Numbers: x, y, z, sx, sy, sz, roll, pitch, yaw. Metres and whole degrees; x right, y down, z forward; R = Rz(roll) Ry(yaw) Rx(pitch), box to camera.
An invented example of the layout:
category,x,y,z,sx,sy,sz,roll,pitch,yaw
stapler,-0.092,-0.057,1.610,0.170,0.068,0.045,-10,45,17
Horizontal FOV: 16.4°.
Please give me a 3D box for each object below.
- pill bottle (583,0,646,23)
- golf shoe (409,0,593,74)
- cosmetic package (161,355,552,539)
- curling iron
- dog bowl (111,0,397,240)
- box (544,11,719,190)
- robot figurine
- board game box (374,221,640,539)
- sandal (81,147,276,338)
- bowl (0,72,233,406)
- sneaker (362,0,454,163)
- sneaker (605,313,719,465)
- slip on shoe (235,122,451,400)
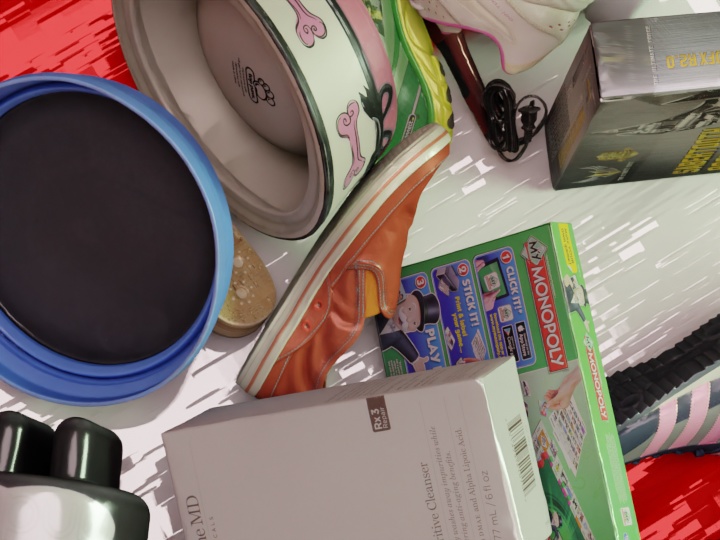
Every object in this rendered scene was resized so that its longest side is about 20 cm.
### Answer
category,x,y,z,sx,sy,sz,roll,pitch,yaw
pill bottle,0.109,-0.240,1.522,0.200,0.116,0.116,40,81,4
golf shoe,0.040,-0.189,1.465,0.200,0.075,0.092,34,124,8
cosmetic package,-0.002,0.122,1.429,0.200,0.081,0.113,-13,93,18
curling iron,0.057,-0.159,1.522,0.026,0.050,0.200,-35,100,-50
dog bowl,-0.058,-0.121,1.459,0.074,0.200,0.200,-33,84,-26
box,0.199,-0.100,1.462,0.158,0.200,0.048,-6,78,-5
robot figurine,-0.187,0.184,1.432,0.125,0.150,0.200,14,77,-36
board game box,0.083,0.084,1.473,0.135,0.029,0.200,-16,80,32
sandal,-0.122,-0.056,1.488,0.212,0.070,0.078,46,56,4
bowl,-0.165,-0.020,1.456,0.201,0.039,0.201,7,110,20
sneaker,-0.009,-0.154,1.521,0.084,0.074,0.200,-21,83,-11
sneaker,0.195,0.092,1.501,0.200,0.070,0.082,-28,112,3
slip on shoe,0.000,0.000,1.481,0.061,0.074,0.200,31,102,-4
